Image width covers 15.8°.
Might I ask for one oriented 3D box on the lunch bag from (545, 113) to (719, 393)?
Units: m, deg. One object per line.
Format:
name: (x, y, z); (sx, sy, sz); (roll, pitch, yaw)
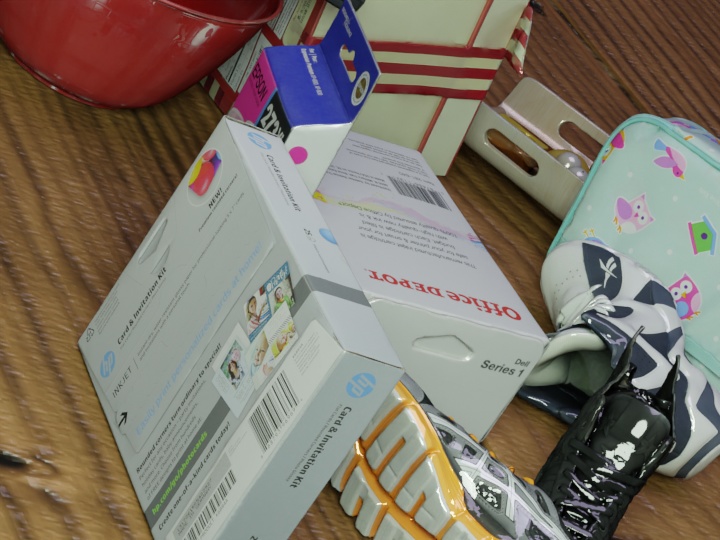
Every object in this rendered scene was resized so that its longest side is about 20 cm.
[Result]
lunch bag: (0.227, 0.002, 1.729); (0.200, 0.161, 0.077); (39, 18, 30)

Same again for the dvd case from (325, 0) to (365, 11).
dvd case: (-0.079, -0.250, 1.572); (0.200, 0.018, 0.143); (30, 36, -31)

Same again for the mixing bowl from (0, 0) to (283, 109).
mixing bowl: (-0.160, -0.172, 1.639); (0.200, 0.108, 0.200); (26, 23, -12)

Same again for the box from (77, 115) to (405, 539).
box: (-0.065, 0.042, 1.276); (0.041, 0.156, 0.200); (19, 26, -34)

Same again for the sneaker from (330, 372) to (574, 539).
sneaker: (0.055, 0.124, 1.359); (0.077, 0.078, 0.200); (-17, 63, -44)

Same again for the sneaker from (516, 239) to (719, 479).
sneaker: (0.140, 0.040, 1.634); (0.129, 0.079, 0.199); (23, 34, -42)

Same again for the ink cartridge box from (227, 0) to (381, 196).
ink cartridge box: (-0.055, -0.051, 1.414); (0.037, 0.200, 0.095); (22, 24, -24)

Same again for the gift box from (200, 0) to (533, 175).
gift box: (0.003, -0.163, 1.752); (0.186, 0.185, 0.200); (1, 41, -37)

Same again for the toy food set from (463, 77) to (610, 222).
toy food set: (0.143, -0.095, 1.909); (0.143, 0.060, 0.200); (39, 15, 14)

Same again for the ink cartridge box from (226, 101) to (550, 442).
ink cartridge box: (0.000, 0.000, 1.531); (0.145, 0.084, 0.200); (15, 28, -36)

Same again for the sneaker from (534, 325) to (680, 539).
sneaker: (0.131, 0.112, 1.451); (0.060, 0.104, 0.200); (34, 23, 1)
